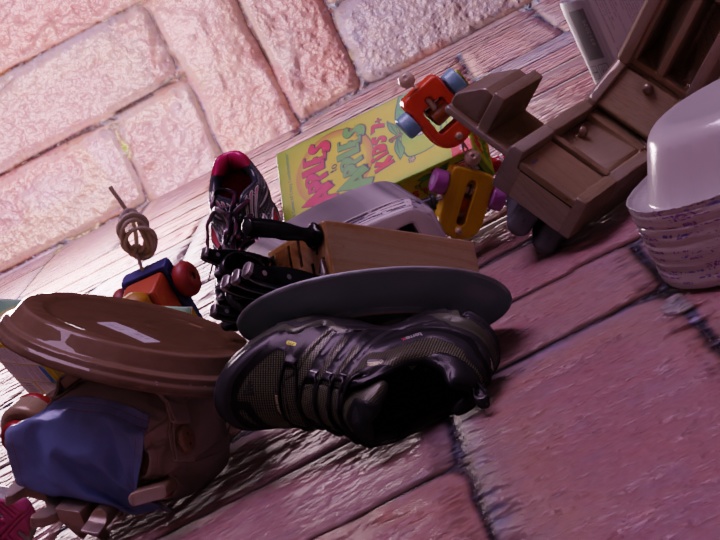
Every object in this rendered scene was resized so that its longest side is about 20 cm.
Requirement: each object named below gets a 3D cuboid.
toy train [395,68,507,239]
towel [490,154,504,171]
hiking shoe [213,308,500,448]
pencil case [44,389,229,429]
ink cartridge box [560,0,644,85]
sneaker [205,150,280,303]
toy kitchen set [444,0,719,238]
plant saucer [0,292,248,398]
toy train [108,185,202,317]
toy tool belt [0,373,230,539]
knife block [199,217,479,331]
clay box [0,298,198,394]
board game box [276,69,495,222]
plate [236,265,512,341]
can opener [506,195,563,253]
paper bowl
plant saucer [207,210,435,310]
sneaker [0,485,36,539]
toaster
[{"bbox_3d":[0.041,-0.076,1.674,0.200,0.150,0.056,-47,14,0],"label":"toy train"},{"bbox_3d":[0.119,-0.103,1.856,0.200,0.023,0.145,-15,1,0],"label":"towel"},{"bbox_3d":[-0.008,0.076,1.254,0.200,0.076,0.101,-12,19,12],"label":"hiking shoe"},{"bbox_3d":[-0.189,0.119,1.520,0.078,0.090,0.200,-17,-1,-44],"label":"pencil case"},{"bbox_3d":[0.295,-0.224,1.775,0.200,0.162,0.050,-33,14,-33],"label":"ink cartridge box"},{"bbox_3d":[-0.108,-0.027,1.708,0.080,0.075,0.200,-18,41,-1],"label":"sneaker"},{"bbox_3d":[0.186,-0.168,1.556,0.200,0.163,0.181,-34,-25,-48],"label":"toy kitchen set"},{"bbox_3d":[-0.164,0.051,1.369,0.200,0.030,0.200,13,9,-2],"label":"plant saucer"},{"bbox_3d":[-0.195,0.032,1.667,0.085,0.200,0.116,-23,15,21],"label":"toy train"},{"bbox_3d":[-0.201,0.133,1.367,0.200,0.125,0.123,-3,25,27],"label":"toy tool belt"},{"bbox_3d":[-0.012,0.002,1.385,0.200,0.064,0.176,-10,-18,2],"label":"knife block"},{"bbox_3d":[-0.197,0.068,1.563,0.199,0.048,0.115,2,-24,11],"label":"clay box"},{"bbox_3d":[0.021,-0.100,1.771,0.200,0.048,0.102,-24,51,19],"label":"board game box"},{"bbox_3d":[0.011,0.041,1.357,0.200,0.026,0.200,-4,-19,-1],"label":"plate"},{"bbox_3d":[0.156,-0.067,1.628,0.067,0.053,0.200,-57,3,18],"label":"can opener"},{"bbox_3d":[0.274,-0.077,1.268,0.200,0.105,0.201,-26,11,6],"label":"paper bowl"},{"bbox_3d":[-0.017,-0.004,1.811,0.200,0.048,0.200,-35,12,-39],"label":"plant saucer"},{"bbox_3d":[-0.324,0.204,1.467,0.200,0.081,0.088,-21,14,31],"label":"sneaker"},{"bbox_3d":[0.000,0.000,1.574,0.200,0.114,0.129,-27,14,-8],"label":"toaster"}]
